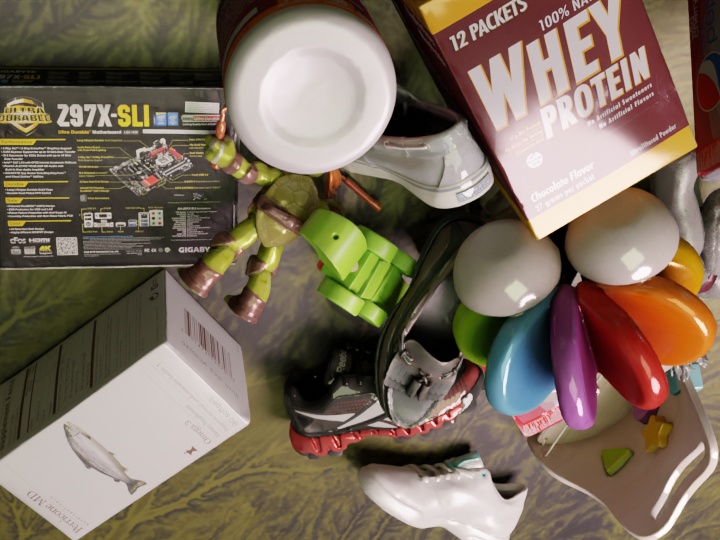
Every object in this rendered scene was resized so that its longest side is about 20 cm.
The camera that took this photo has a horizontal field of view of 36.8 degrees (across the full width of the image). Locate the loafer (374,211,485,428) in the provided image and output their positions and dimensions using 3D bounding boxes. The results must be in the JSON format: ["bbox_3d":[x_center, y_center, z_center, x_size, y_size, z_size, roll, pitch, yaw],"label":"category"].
[{"bbox_3d":[0.061,0.051,0.914,0.071,0.063,0.202,13,110,-12],"label":"loafer"}]

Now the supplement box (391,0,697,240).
[{"bbox_3d":[0.116,-0.172,0.788,0.132,0.198,0.201,-30,122,5],"label":"supplement box"}]

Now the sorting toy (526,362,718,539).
[{"bbox_3d":[0.272,0.156,1.036,0.106,0.181,0.201,18,117,-21],"label":"sorting toy"}]

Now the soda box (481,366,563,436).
[{"bbox_3d":[0.134,0.062,1.014,0.063,0.070,0.201,-29,121,6],"label":"soda box"}]

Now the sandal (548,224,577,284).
[{"bbox_3d":[0.167,-0.028,0.894,0.075,0.048,0.202,19,112,0],"label":"sandal"}]

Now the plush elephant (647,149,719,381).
[{"bbox_3d":[0.287,-0.022,0.955,0.164,0.154,0.202,-26,87,48],"label":"plush elephant"}]

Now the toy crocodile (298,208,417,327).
[{"bbox_3d":[0.000,0.000,0.908,0.068,0.061,0.200,-57,161,-1],"label":"toy crocodile"}]

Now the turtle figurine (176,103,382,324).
[{"bbox_3d":[-0.065,-0.038,0.876,0.200,0.064,0.162,30,94,-49],"label":"turtle figurine"}]

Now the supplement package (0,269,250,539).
[{"bbox_3d":[-0.212,0.119,0.951,0.199,0.118,0.117,-35,122,11],"label":"supplement package"}]

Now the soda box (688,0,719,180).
[{"bbox_3d":[0.300,-0.172,0.836,0.069,0.063,0.202,3,80,-12],"label":"soda box"}]

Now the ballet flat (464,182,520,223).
[{"bbox_3d":[0.161,-0.104,0.919,0.070,0.071,0.200,29,115,-25],"label":"ballet flat"}]

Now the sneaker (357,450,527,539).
[{"bbox_3d":[0.088,0.220,1.113,0.199,0.075,0.089,25,101,-30],"label":"sneaker"}]

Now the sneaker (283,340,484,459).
[{"bbox_3d":[0.016,0.110,1.008,0.199,0.071,0.099,-15,121,12],"label":"sneaker"}]

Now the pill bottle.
[{"bbox_3d":[-0.045,-0.160,0.763,0.112,0.201,0.114,-5,122,-8],"label":"pill bottle"}]

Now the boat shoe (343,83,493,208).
[{"bbox_3d":[0.027,-0.110,0.817,0.070,0.200,0.072,-33,123,-17],"label":"boat shoe"}]

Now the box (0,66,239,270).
[{"bbox_3d":[-0.197,-0.081,0.872,0.198,0.049,0.161,-2,119,-10],"label":"box"}]

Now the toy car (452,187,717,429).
[{"bbox_3d":[0.170,0.048,0.821,0.198,0.151,0.176,-15,136,12],"label":"toy car"}]
